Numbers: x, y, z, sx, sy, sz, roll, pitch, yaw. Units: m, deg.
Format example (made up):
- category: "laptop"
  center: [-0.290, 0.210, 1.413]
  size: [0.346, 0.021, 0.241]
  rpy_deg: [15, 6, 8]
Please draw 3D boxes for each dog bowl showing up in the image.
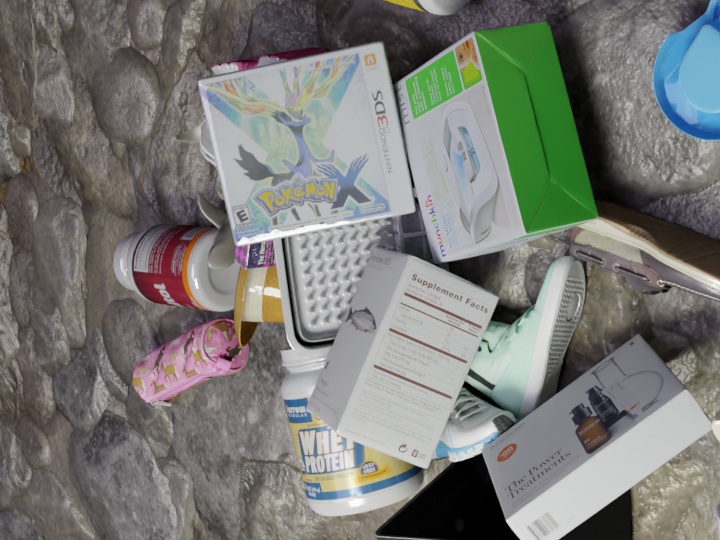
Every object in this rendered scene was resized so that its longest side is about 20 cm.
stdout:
- category: "dog bowl"
  center: [0.341, -0.208, 0.995]
  size: [0.111, 0.050, 0.200]
  rpy_deg: [46, 128, 26]

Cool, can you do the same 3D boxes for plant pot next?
- category: "plant pot"
  center: [0.172, 0.305, 1.195]
  size: [0.200, 0.199, 0.178]
  rpy_deg: [-9, 107, 44]

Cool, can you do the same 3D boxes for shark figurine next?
- category: "shark figurine"
  center: [-0.154, -0.104, 1.470]
  size: [0.089, 0.128, 0.215]
  rpy_deg: [-21, 72, 31]

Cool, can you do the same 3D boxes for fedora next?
- category: "fedora"
  center: [-0.097, 0.007, 1.404]
  size: [0.082, 0.201, 0.201]
  rpy_deg: [12, 112, 4]

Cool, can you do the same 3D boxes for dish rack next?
- category: "dish rack"
  center: [0.000, 0.000, 1.291]
  size: [0.044, 0.200, 0.172]
  rpy_deg: [-163, 65, -71]

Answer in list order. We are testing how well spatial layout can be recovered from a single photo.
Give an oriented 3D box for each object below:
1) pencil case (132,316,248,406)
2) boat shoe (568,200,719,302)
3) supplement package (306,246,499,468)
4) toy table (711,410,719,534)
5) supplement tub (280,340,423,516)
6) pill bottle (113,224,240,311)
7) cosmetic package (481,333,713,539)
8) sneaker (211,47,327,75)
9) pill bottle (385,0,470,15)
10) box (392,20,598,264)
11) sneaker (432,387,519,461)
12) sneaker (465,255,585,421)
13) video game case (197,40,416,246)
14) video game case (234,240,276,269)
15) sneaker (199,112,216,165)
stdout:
- category: "pencil case"
  center: [-0.241, 0.130, 1.610]
  size: [0.200, 0.083, 0.087]
  rpy_deg: [-29, 79, 43]
- category: "boat shoe"
  center: [0.281, -0.009, 1.090]
  size: [0.200, 0.072, 0.065]
  rpy_deg: [29, 124, 40]
- category: "supplement package"
  center: [0.043, 0.090, 1.229]
  size: [0.200, 0.117, 0.117]
  rpy_deg: [-67, 19, -2]
- category: "toy table"
  center: [0.400, 0.176, 0.959]
  size: [0.200, 0.184, 0.117]
  rpy_deg: [-5, 112, 18]
- category: "supplement tub"
  center: [-0.014, 0.177, 1.360]
  size: [0.145, 0.145, 0.200]
  rpy_deg: [-13, 91, 45]
- category: "pill bottle"
  center: [-0.246, -0.006, 1.560]
  size: [0.200, 0.113, 0.113]
  rpy_deg: [5, 103, 44]
- category: "cosmetic package"
  center: [0.216, 0.159, 1.077]
  size: [0.200, 0.151, 0.052]
  rpy_deg: [-38, 102, 7]
- category: "sneaker"
  center: [-0.100, -0.222, 1.400]
  size: [0.200, 0.081, 0.088]
  rpy_deg: [3, 106, 50]
- category: "pill bottle"
  center: [0.028, -0.346, 1.216]
  size: [0.200, 0.111, 0.112]
  rpy_deg: [26, 117, 37]
- category: "box"
  center: [0.131, -0.123, 1.148]
  size: [0.176, 0.097, 0.200]
  rpy_deg: [-18, 85, 62]
- category: "sneaker"
  center: [0.107, 0.158, 1.246]
  size: [0.087, 0.075, 0.200]
  rpy_deg: [69, 160, 3]
- category: "sneaker"
  center: [0.162, 0.059, 1.210]
  size: [0.118, 0.074, 0.201]
  rpy_deg: [29, 121, 29]
- category: "video game case"
  center: [-0.055, -0.132, 1.202]
  size: [0.200, 0.022, 0.183]
  rpy_deg: [-11, 102, 6]
- category: "video game case"
  center: [-0.050, -0.105, 1.300]
  size: [0.036, 0.181, 0.200]
  rpy_deg: [33, 122, 48]
- category: "sneaker"
  center: [-0.108, -0.138, 1.373]
  size: [0.200, 0.075, 0.082]
  rpy_deg: [18, 158, 9]
